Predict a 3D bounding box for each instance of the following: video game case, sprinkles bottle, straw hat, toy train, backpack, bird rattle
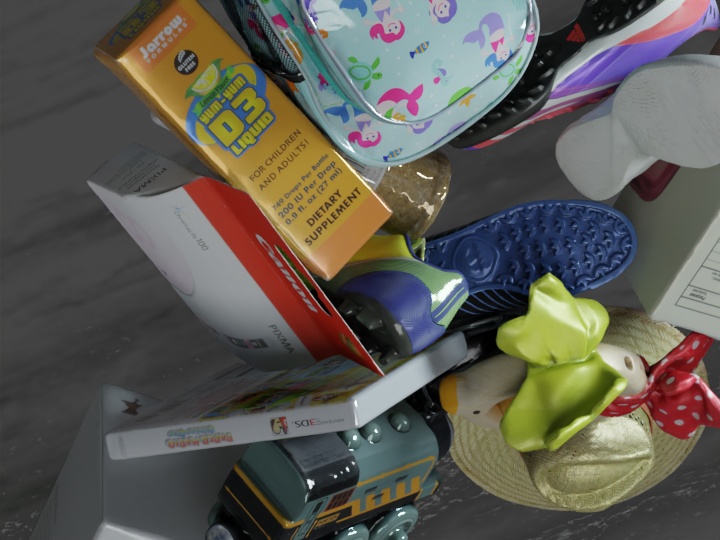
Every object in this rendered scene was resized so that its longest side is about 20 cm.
[{"bbox_3d":[-0.045,0.082,1.516,0.181,0.200,0.023,-9,97,24],"label":"video game case"},{"bbox_3d":[-0.038,-0.087,1.504,0.199,0.068,0.068,26,117,-21],"label":"sprinkles bottle"},{"bbox_3d":[0.164,0.128,1.657,0.199,0.085,0.202,-3,123,-4],"label":"straw hat"},{"bbox_3d":[-0.017,0.145,1.536,0.199,0.085,0.114,-13,144,-46],"label":"toy train"},{"bbox_3d":[0.017,-0.167,1.407,0.177,0.151,0.201,-35,128,-11],"label":"backpack"},{"bbox_3d":[0.146,0.071,1.551,0.162,0.114,0.199,-18,166,37],"label":"bird rattle"}]

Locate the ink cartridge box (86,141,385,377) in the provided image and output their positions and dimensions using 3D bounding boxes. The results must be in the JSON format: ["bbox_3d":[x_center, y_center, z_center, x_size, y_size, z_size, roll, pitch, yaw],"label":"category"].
[{"bbox_3d":[-0.084,0.003,1.479,0.057,0.200,0.163,-41,116,-8],"label":"ink cartridge box"}]

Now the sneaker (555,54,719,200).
[{"bbox_3d":[0.203,-0.108,1.452,0.088,0.200,0.076,-36,98,-27],"label":"sneaker"}]

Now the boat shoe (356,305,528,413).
[{"bbox_3d":[0.039,0.078,1.621,0.199,0.068,0.072,-30,122,13],"label":"boat shoe"}]

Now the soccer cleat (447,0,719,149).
[{"bbox_3d":[0.144,-0.132,1.500,0.199,0.068,0.073,-35,134,18],"label":"soccer cleat"}]

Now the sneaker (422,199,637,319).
[{"bbox_3d":[0.093,-0.007,1.557,0.198,0.078,0.071,-11,92,12],"label":"sneaker"}]

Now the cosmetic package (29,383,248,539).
[{"bbox_3d":[-0.144,0.223,1.638,0.166,0.167,0.201,18,119,-17],"label":"cosmetic package"}]

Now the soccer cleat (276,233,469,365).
[{"bbox_3d":[0.000,0.001,1.506,0.083,0.200,0.065,-35,123,-15],"label":"soccer cleat"}]

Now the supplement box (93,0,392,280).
[{"bbox_3d":[-0.072,-0.087,1.422,0.067,0.069,0.200,-46,110,-3],"label":"supplement box"}]

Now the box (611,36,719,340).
[{"bbox_3d":[0.272,-0.061,1.521,0.127,0.109,0.201,15,121,-28],"label":"box"}]
